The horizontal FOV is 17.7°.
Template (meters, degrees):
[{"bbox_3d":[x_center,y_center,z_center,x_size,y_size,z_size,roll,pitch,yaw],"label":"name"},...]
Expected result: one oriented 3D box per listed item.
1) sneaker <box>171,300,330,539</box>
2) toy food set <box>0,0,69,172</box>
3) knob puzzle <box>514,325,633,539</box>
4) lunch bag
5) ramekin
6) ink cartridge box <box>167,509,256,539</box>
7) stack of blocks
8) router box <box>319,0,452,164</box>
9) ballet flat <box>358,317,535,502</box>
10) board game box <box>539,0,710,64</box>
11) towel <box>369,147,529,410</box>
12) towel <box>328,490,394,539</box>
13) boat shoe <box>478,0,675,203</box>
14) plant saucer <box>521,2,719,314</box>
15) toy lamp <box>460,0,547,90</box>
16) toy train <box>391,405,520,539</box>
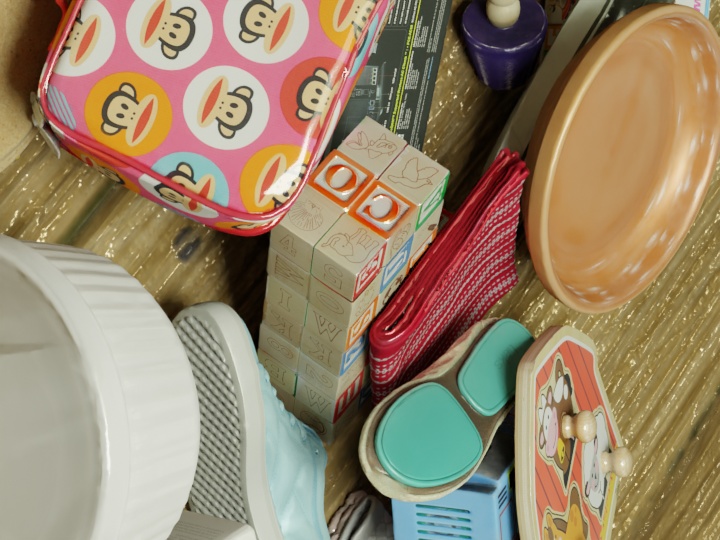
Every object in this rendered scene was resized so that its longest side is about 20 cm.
[{"bbox_3d":[-0.062,0.101,1.353,0.082,0.074,0.201,-34,124,-44],"label":"sneaker"},{"bbox_3d":[-0.234,-0.128,1.181,0.199,0.048,0.199,-2,95,-43],"label":"toy food set"},{"bbox_3d":[0.134,0.122,1.421,0.219,0.030,0.221,-2,90,-69],"label":"knob puzzle"},{"bbox_3d":[-0.081,-0.134,1.194,0.175,0.082,0.201,27,82,-2],"label":"lunch bag"},{"bbox_3d":[-0.169,0.076,1.168,0.094,0.201,0.204,-10,101,-53],"label":"ramekin"},{"bbox_3d":[-0.153,0.225,1.233,0.199,0.128,0.126,-28,112,-37],"label":"ink cartridge box"},{"bbox_3d":[0.000,0.000,1.324,0.115,0.058,0.200,-50,165,-27],"label":"stack of blocks"},{"bbox_3d":[-0.022,-0.147,1.334,0.149,0.062,0.201,-5,113,-43],"label":"router box"},{"bbox_3d":[0.045,0.091,1.355,0.068,0.062,0.200,53,37,1],"label":"ballet flat"},{"bbox_3d":[0.178,-0.137,1.571,0.134,0.034,0.202,6,89,-43],"label":"board game box"},{"bbox_3d":[0.053,0.021,1.385,0.145,0.022,0.200,-53,166,-16],"label":"towel"},{"bbox_3d":[0.003,0.269,1.448,0.191,0.032,0.200,51,62,-33],"label":"towel"},{"bbox_3d":[0.134,-0.103,1.479,0.063,0.071,0.201,30,88,0],"label":"boat shoe"},{"bbox_3d":[0.161,-0.072,1.447,0.200,0.037,0.201,-30,131,-41],"label":"plant saucer"},{"bbox_3d":[0.089,-0.192,1.421,0.058,0.058,0.201,-46,153,-30],"label":"toy lamp"},{"bbox_3d":[0.083,0.138,1.438,0.200,0.086,0.115,-45,137,-57],"label":"toy train"}]
